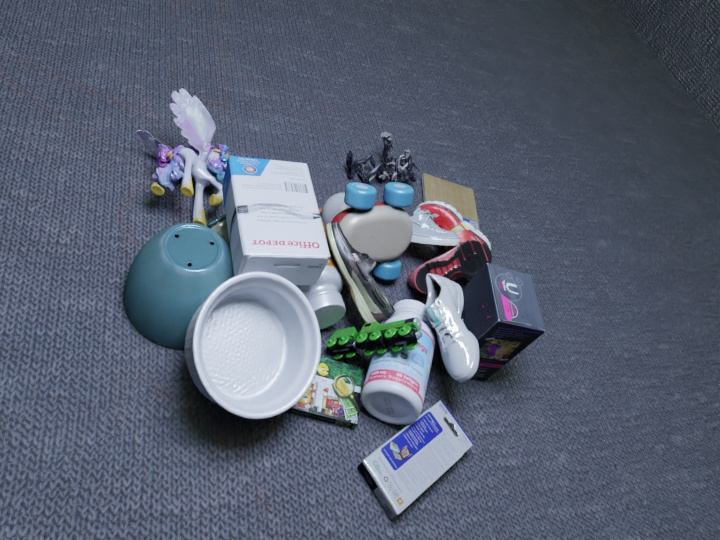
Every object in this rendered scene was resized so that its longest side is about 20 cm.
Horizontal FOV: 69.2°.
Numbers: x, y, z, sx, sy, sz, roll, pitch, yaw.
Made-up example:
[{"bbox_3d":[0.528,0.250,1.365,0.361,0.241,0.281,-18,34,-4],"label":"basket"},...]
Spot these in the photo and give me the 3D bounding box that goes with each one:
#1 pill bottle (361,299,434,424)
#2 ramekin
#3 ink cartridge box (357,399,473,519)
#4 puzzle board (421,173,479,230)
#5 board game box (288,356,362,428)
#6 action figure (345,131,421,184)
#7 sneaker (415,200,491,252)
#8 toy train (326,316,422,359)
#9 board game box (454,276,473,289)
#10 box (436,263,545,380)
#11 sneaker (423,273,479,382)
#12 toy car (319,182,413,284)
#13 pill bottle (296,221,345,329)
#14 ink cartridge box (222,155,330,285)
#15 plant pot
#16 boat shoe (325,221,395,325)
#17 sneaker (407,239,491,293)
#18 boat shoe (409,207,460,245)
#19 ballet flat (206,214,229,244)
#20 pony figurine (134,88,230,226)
[{"bbox_3d":[0.074,0.154,0.921,0.106,0.110,0.203,24,48,-5],"label":"pill bottle"},{"bbox_3d":[-0.164,0.112,0.778,0.196,0.097,0.208,8,76,-33],"label":"ramekin"},{"bbox_3d":[0.095,0.306,0.867,0.197,0.037,0.095,-26,68,-35],"label":"ink cartridge box"},{"bbox_3d":[0.221,-0.144,1.283,0.146,0.018,0.205,15,51,-17],"label":"puzzle board"},{"bbox_3d":[-0.093,0.189,0.875,0.194,0.024,0.107,17,48,-13],"label":"board game box"},{"bbox_3d":[0.069,-0.256,1.238,0.196,0.104,0.120,-16,51,-32],"label":"action figure"},{"bbox_3d":[0.201,-0.079,1.159,0.197,0.078,0.085,34,52,6],"label":"sneaker"},{"bbox_3d":[0.022,0.113,0.887,0.042,0.196,0.057,59,39,-21],"label":"toy train"},{"bbox_3d":[0.284,0.075,1.137,0.133,0.028,0.202,-21,66,-36],"label":"board game box"},{"bbox_3d":[0.233,0.102,0.975,0.103,0.201,0.125,13,49,-18],"label":"box"},{"bbox_3d":[0.147,0.095,0.914,0.088,0.075,0.204,31,37,-36],"label":"sneaker"},{"bbox_3d":[-0.007,-0.103,1.071,0.172,0.190,0.200,-6,28,-30],"label":"toy car"},{"bbox_3d":[-0.094,-0.001,0.957,0.108,0.112,0.204,-5,57,-28],"label":"pill bottle"},{"bbox_3d":[-0.145,-0.081,0.865,0.140,0.085,0.205,1,56,-27],"label":"ink cartridge box"},{"bbox_3d":[-0.278,0.004,0.849,0.194,0.136,0.205,13,51,-16],"label":"plant pot"},{"bbox_3d":[0.000,0.000,0.938,0.073,0.063,0.204,-61,126,-81],"label":"boat shoe"},{"bbox_3d":[0.183,-0.013,1.097,0.195,0.086,0.076,-20,96,-18],"label":"sneaker"},{"bbox_3d":[0.119,-0.098,1.113,0.195,0.074,0.070,12,8,14],"label":"boat shoe"},{"bbox_3d":[-0.220,-0.109,1.025,0.063,0.067,0.200,55,50,-15],"label":"ballet flat"},{"bbox_3d":[-0.327,-0.209,0.997,0.193,0.164,0.204,42,35,-35],"label":"pony figurine"}]
